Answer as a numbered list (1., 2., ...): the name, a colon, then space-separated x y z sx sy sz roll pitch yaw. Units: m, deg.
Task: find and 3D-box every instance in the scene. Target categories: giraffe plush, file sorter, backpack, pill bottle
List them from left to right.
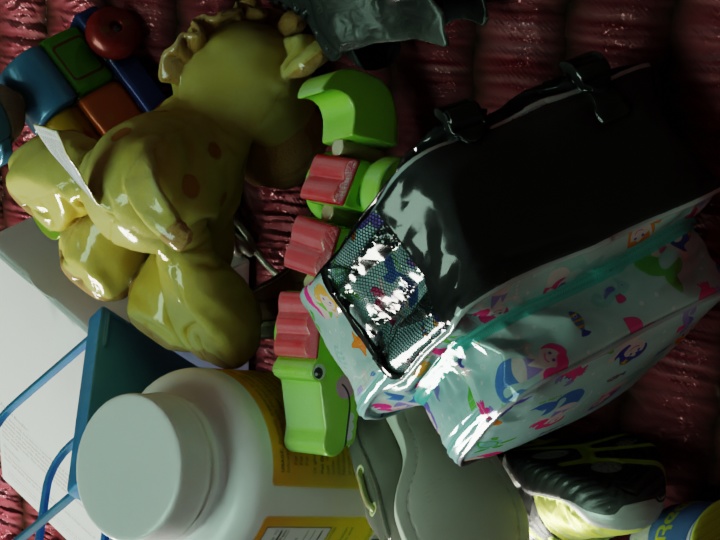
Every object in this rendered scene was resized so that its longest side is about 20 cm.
1. file sorter: -0.115 0.149 1.664 0.200 0.139 0.123 35 124 -26
2. giraffe plush: -0.087 -0.069 1.573 0.172 0.162 0.200 32 158 26
3. pill bottle: -0.057 0.109 1.557 0.109 0.199 0.110 -5 83 39
4. backpack: 0.070 0.004 1.376 0.151 0.177 0.200 63 153 5

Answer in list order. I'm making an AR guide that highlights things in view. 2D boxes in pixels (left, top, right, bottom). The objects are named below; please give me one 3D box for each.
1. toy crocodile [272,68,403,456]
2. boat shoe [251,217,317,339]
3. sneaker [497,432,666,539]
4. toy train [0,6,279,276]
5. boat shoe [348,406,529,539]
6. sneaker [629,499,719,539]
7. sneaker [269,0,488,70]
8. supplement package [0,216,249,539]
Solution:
1. toy crocodile: -0.013 -0.004 1.488 0.067 0.062 0.201 10 89 52
2. boat shoe: 0.000 0.000 1.584 0.200 0.072 0.068 -12 82 53
3. sneaker: 0.103 0.128 1.513 0.200 0.075 0.077 179 83 -67
4. toy train: -0.144 -0.051 1.693 0.200 0.115 0.085 53 148 13
5. boat shoe: 0.036 0.117 1.479 0.202 0.072 0.060 -106 31 -47
6. sneaker: 0.189 0.208 1.468 0.082 0.074 0.201 0 106 54
7. sneaker: -0.016 -0.146 1.488 0.199 0.060 0.105 -19 94 55
8. supplement package: -0.149 0.063 1.786 0.121 0.119 0.201 38 142 35
